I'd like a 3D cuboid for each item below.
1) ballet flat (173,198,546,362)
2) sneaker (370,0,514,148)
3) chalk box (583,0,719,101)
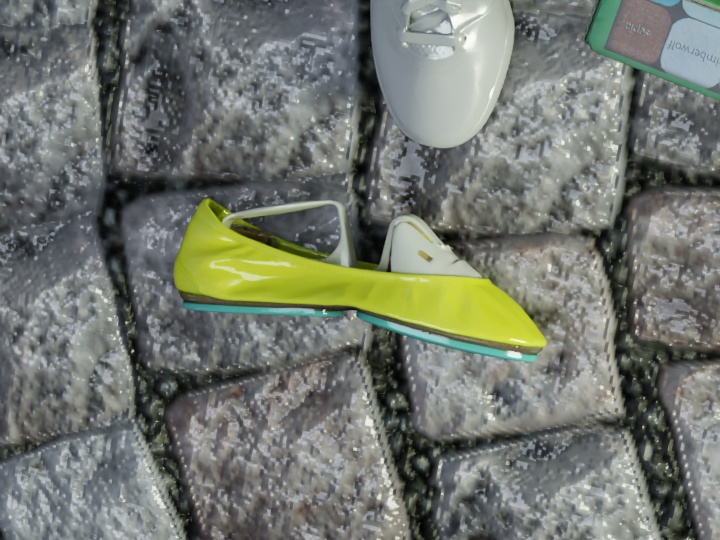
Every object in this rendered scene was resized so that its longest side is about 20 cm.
[{"bbox_3d":[0.000,0.000,1.330,0.199,0.067,0.067,9,92,14],"label":"ballet flat"},{"bbox_3d":[0.035,-0.154,1.266,0.075,0.088,0.201,7,105,12],"label":"sneaker"},{"bbox_3d":[0.184,-0.143,1.168,0.124,0.200,0.124,22,108,9],"label":"chalk box"}]
